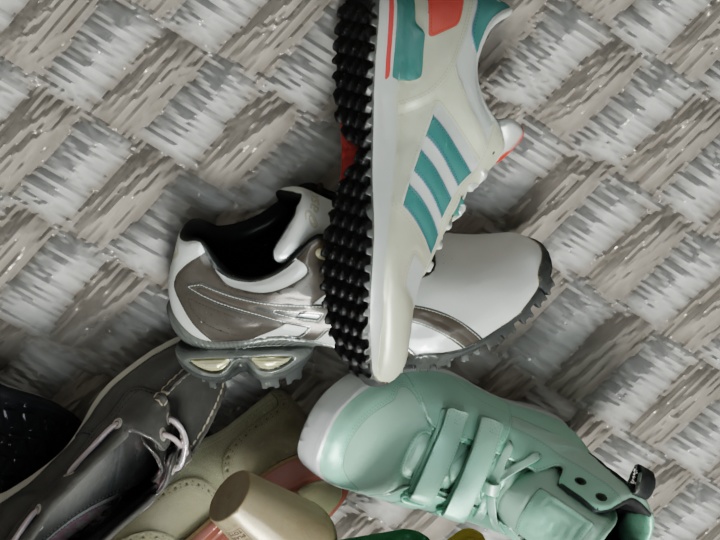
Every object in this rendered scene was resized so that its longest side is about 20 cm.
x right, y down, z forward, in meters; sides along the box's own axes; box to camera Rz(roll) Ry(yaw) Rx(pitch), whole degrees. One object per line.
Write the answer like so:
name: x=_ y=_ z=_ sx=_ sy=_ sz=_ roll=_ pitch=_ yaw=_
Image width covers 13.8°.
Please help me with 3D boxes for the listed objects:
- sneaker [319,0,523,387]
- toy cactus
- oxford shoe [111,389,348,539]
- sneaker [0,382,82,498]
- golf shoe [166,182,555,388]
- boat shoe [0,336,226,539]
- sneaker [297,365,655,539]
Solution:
sneaker: x=0.035 y=-0.043 z=1.442 sx=0.093 sy=0.070 sz=0.201 roll=0 pitch=95 yaw=-19
toy cactus: x=-0.014 y=0.165 z=1.522 sx=0.165 sy=0.103 sz=0.200 roll=38 pitch=153 yaw=-27
oxford shoe: x=-0.101 y=0.139 z=1.591 sx=0.199 sy=0.074 sz=0.071 roll=-32 pitch=149 yaw=6
sneaker: x=-0.212 y=0.082 z=1.537 sx=0.082 sy=0.072 sz=0.200 roll=10 pitch=158 yaw=37
golf shoe: x=0.000 y=0.000 z=1.500 sx=0.199 sy=0.078 sz=0.095 roll=-11 pitch=128 yaw=-5
boat shoe: x=-0.131 y=0.112 z=1.516 sx=0.200 sy=0.057 sz=0.067 roll=-40 pitch=136 yaw=-20
sneaker: x=0.068 y=0.106 z=1.535 sx=0.200 sy=0.118 sz=0.074 roll=10 pitch=108 yaw=-42
